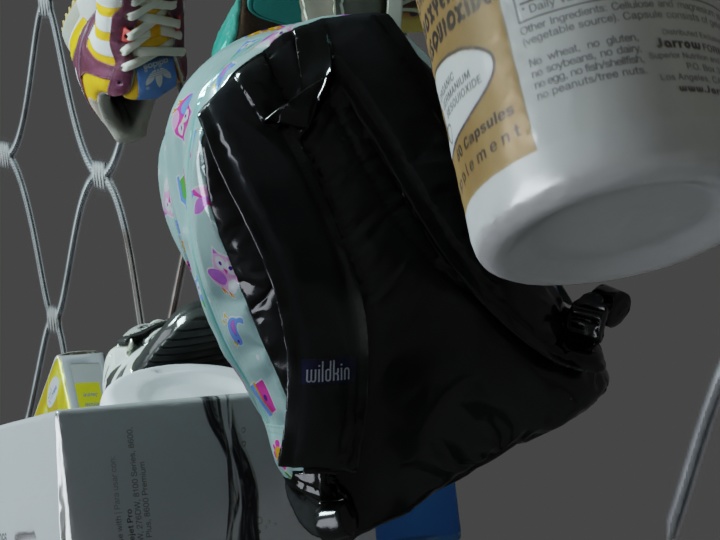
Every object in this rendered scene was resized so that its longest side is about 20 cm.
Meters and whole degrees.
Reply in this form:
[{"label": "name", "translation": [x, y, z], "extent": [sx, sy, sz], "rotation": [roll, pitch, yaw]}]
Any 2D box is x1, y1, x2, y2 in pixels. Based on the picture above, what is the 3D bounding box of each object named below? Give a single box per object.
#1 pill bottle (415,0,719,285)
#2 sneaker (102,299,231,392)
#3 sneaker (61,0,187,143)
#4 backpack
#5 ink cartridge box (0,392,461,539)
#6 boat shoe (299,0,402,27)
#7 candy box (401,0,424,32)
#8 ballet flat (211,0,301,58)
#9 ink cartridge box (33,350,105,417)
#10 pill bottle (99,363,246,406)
[{"label": "pill bottle", "translation": [0.079, -0.105, 0.985], "extent": [0.114, 0.114, 0.201], "rotation": [129, 133, -59]}, {"label": "sneaker", "translation": [-0.124, 0.059, 1.567], "extent": [0.200, 0.074, 0.089], "rotation": [118, 140, -52]}, {"label": "sneaker", "translation": [-0.129, -0.157, 1.568], "extent": [0.200, 0.075, 0.090], "rotation": [115, 137, -61]}, {"label": "backpack", "translation": [-0.005, -0.006, 1.079], "extent": [0.200, 0.167, 0.127], "rotation": [63, 159, -7]}, {"label": "ink cartridge box", "translation": [-0.071, 0.106, 1.275], "extent": [0.145, 0.199, 0.084], "rotation": [160, 105, -67]}, {"label": "boat shoe", "translation": [-0.020, -0.171, 1.146], "extent": [0.072, 0.060, 0.202], "rotation": [-172, 78, -68]}, {"label": "candy box", "translation": [0.016, -0.224, 1.204], "extent": [0.117, 0.056, 0.200], "rotation": [116, 142, -52]}, {"label": "ballet flat", "translation": [-0.035, -0.145, 1.336], "extent": [0.200, 0.067, 0.071], "rotation": [125, 150, -54]}, {"label": "ink cartridge box", "translation": [-0.198, 0.192, 1.814], "extent": [0.198, 0.047, 0.200], "rotation": [119, 144, -52]}, {"label": "pill bottle", "translation": [-0.097, 0.164, 1.466], "extent": [0.111, 0.111, 0.201], "rotation": [-139, 50, -61]}]
